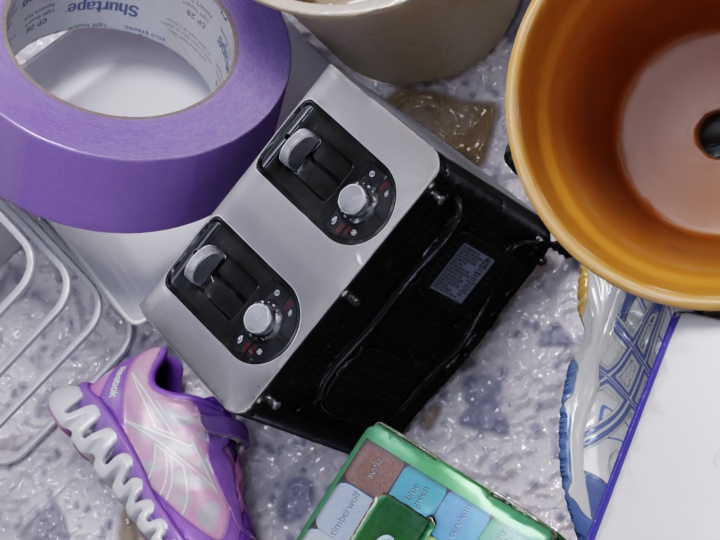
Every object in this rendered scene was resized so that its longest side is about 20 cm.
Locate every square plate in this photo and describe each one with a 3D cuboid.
[{"bbox_3d":[-0.114,-0.086,1.506,0.198,0.028,0.200,-37,64,-10],"label":"square plate"}]

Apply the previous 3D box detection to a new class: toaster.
[{"bbox_3d":[0.000,0.000,1.375,0.119,0.200,0.181,43,99,29],"label":"toaster"}]

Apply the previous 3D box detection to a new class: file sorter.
[{"bbox_3d":[-0.244,0.017,1.445,0.139,0.200,0.125,-45,65,2],"label":"file sorter"}]

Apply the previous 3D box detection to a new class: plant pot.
[{"bbox_3d":[0.016,-0.202,1.422,0.200,0.183,0.201,-5,70,13],"label":"plant pot"},{"bbox_3d":[0.183,-0.079,1.255,0.200,0.183,0.200,0,88,10],"label":"plant pot"}]

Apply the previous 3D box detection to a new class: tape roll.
[{"bbox_3d":[-0.143,-0.117,1.432,0.200,0.066,0.200,7,50,-9],"label":"tape roll"}]

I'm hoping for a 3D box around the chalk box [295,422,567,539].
[{"bbox_3d":[0.039,0.170,1.288,0.124,0.200,0.125,31,86,26],"label":"chalk box"}]

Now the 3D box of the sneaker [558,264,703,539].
[{"bbox_3d":[0.161,0.062,1.344,0.088,0.075,0.200,1,70,18],"label":"sneaker"}]

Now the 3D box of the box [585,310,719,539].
[{"bbox_3d":[0.196,0.138,1.239,0.105,0.200,0.184,18,80,25],"label":"box"}]

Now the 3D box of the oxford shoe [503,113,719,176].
[{"bbox_3d":[0.181,-0.082,1.394,0.200,0.073,0.085,-2,69,7],"label":"oxford shoe"}]

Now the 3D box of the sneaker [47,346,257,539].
[{"bbox_3d":[-0.096,0.120,1.427,0.088,0.080,0.200,-39,63,-4],"label":"sneaker"}]
